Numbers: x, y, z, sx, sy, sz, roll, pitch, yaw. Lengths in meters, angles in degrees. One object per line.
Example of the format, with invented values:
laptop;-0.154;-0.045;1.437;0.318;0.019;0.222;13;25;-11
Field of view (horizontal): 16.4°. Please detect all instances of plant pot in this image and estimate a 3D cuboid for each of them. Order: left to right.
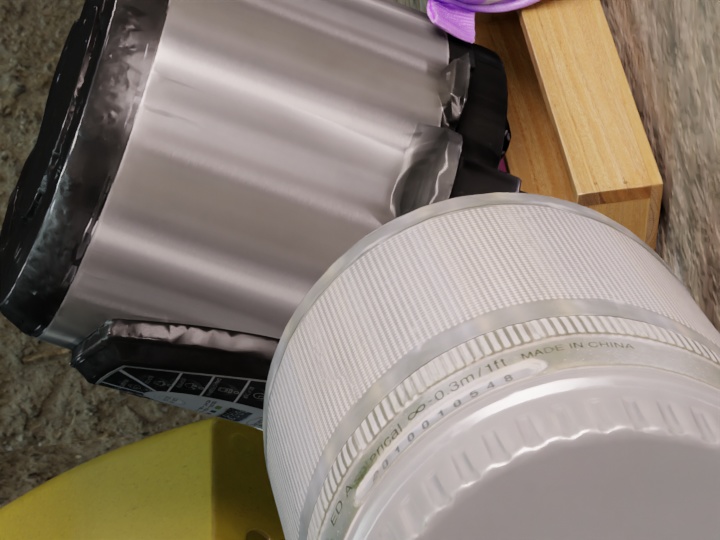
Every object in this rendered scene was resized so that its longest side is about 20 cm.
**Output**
plant pot;-0.061;0.187;1.175;0.176;0.199;0.201;-43;34;35

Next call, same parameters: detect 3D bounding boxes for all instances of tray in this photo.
tray;0.078;-0.070;0.998;0.099;0.037;0.201;89;172;-48

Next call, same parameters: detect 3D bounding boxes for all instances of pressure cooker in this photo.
pressure cooker;-0.027;-0.031;0.982;0.176;0.199;0.179;-93;25;-55

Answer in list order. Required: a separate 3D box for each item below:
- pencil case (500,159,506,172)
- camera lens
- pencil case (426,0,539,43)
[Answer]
pencil case;0.035;-0.012;1.190;0.091;0.093;0.201;150;112;-67
camera lens;0.055;0.075;0.793;0.200;0.159;0.161;-113;17;-68
pencil case;0.037;-0.188;0.989;0.085;0.084;0.201;-43;38;27
